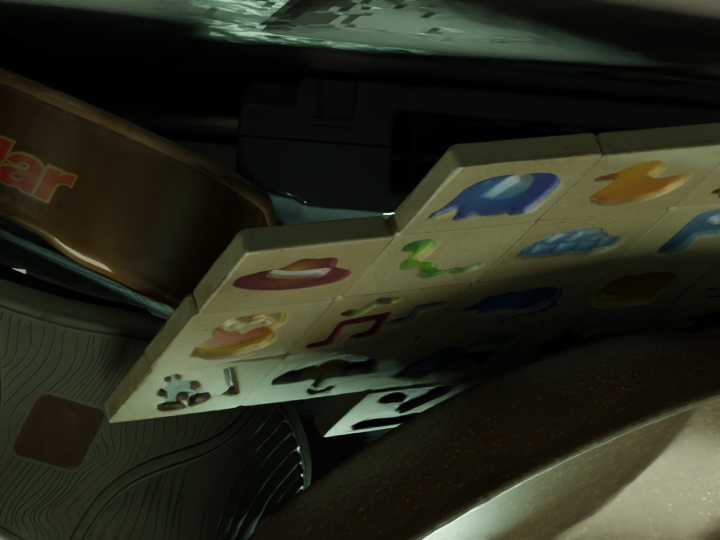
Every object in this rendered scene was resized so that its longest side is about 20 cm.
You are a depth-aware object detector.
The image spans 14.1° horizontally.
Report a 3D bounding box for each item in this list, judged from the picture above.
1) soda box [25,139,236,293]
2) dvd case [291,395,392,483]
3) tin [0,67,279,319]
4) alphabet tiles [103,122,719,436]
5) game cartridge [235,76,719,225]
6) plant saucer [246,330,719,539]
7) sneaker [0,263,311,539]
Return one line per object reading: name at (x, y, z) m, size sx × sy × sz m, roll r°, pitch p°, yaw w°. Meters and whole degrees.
soda box at (0.000, 0.000, 0.892) m, size 0.199 × 0.068 × 0.064 m, roll 4°, pitch 175°, yaw 3°
dvd case at (-0.069, 0.066, 0.902) m, size 0.146 × 0.022 × 0.200 m, roll -21°, pitch -161°, yaw -25°
tin at (-0.079, -0.018, 0.739) m, size 0.112 × 0.042 × 0.200 m, roll 25°, pitch 175°, yaw 4°
alphabet tiles at (0.048, 0.004, 0.665) m, size 0.199 × 0.008 × 0.167 m, roll -6°, pitch 160°, yaw -25°
game cartridge at (0.066, -0.021, 0.780) m, size 0.199 × 0.042 × 0.133 m, roll 4°, pitch 172°, yaw -2°
plant saucer at (0.030, 0.070, 0.724) m, size 0.200 × 0.037 × 0.201 m, roll -26°, pitch 158°, yaw -11°
sneaker at (-0.098, 0.021, 0.704) m, size 0.106 × 0.075 × 0.200 m, roll 30°, pitch 179°, yaw 40°
